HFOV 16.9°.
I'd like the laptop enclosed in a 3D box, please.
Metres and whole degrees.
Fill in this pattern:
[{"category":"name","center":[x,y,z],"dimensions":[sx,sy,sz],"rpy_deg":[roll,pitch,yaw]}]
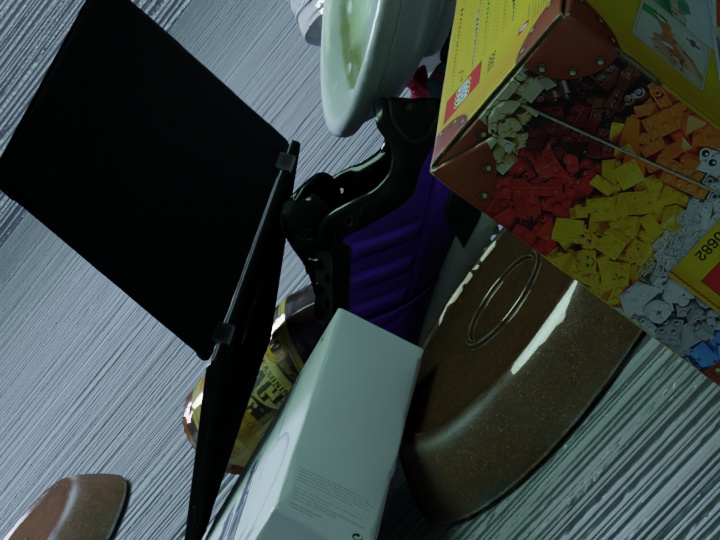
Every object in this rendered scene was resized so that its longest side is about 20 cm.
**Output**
[{"category":"laptop","center":[-0.104,-0.003,1.189],"dimensions":[0.188,0.115,0.201],"rpy_deg":[-72,-6,-53]}]

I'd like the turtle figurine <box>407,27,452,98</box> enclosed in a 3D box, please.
[{"category":"turtle figurine","center":[0.098,-0.127,1.271],"dimensions":[0.200,0.101,0.150],"rpy_deg":[-52,11,-16]}]

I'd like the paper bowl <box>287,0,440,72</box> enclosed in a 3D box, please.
[{"category":"paper bowl","center":[0.054,-0.185,1.435],"dimensions":[0.200,0.105,0.201],"rpy_deg":[-22,-6,-2]}]

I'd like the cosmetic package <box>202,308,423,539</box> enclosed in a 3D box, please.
[{"category":"cosmetic package","center":[-0.044,0.137,1.113],"dimensions":[0.200,0.052,0.151],"rpy_deg":[-59,5,33]}]

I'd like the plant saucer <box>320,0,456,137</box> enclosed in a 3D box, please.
[{"category":"plant saucer","center":[0.021,-0.165,1.238],"dimensions":[0.200,0.050,0.201],"rpy_deg":[-172,90,-80]}]

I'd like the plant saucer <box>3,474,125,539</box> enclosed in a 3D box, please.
[{"category":"plant saucer","center":[-0.238,0.220,1.708],"dimensions":[0.200,0.034,0.200],"rpy_deg":[-49,15,18]}]

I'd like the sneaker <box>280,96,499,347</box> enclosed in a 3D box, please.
[{"category":"sneaker","center":[0.000,0.000,1.211],"dimensions":[0.070,0.099,0.201],"rpy_deg":[-105,38,-68]}]

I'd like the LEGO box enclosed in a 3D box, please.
[{"category":"LEGO box","center":[0.112,-0.064,0.914],"dimensions":[0.077,0.149,0.200],"rpy_deg":[-48,13,25]}]

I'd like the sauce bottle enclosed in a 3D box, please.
[{"category":"sauce bottle","center":[-0.026,0.043,1.337],"dimensions":[0.200,0.066,0.066],"rpy_deg":[-45,15,41]}]

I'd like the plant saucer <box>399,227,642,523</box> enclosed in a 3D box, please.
[{"category":"plant saucer","center":[0.075,0.022,1.095],"dimensions":[0.200,0.034,0.200],"rpy_deg":[-51,14,17]}]
